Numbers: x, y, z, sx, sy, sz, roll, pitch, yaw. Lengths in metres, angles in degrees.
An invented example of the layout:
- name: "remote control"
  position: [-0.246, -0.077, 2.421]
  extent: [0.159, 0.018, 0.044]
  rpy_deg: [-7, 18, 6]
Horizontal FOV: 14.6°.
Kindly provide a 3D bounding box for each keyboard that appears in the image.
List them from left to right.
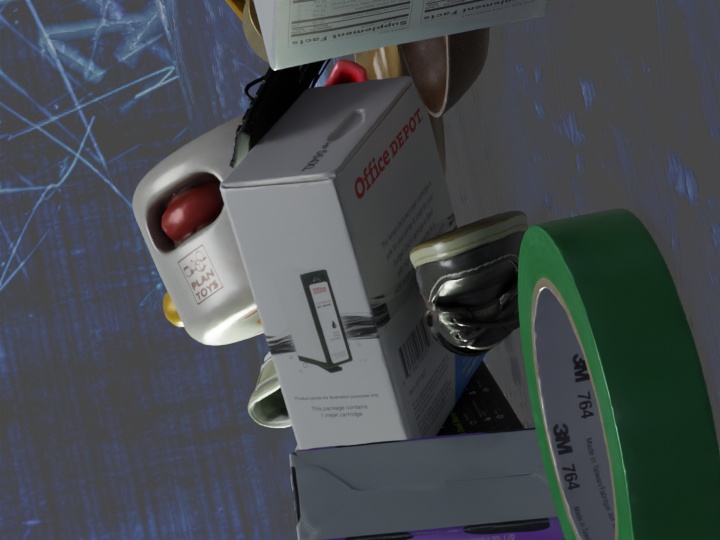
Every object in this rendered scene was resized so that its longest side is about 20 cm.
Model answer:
- name: "keyboard"
  position: [-0.048, -0.138, 1.780]
  extent: [0.104, 0.039, 0.201]
  rpy_deg: [93, -160, -55]

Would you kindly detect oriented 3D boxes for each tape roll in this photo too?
- name: "tape roll"
  position: [0.125, 0.072, 1.363]
  extent: [0.200, 0.048, 0.202]
  rpy_deg: [169, 90, -82]

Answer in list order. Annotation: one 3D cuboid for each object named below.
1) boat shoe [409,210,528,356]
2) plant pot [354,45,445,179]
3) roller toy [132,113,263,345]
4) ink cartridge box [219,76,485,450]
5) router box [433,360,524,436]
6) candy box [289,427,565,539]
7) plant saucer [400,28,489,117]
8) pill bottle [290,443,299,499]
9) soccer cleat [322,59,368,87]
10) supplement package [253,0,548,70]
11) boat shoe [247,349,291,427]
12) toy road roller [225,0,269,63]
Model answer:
- name: "boat shoe"
  position: [0.069, 0.012, 1.629]
  extent: [0.201, 0.071, 0.066]
  rpy_deg: [96, 156, -82]
- name: "plant pot"
  position: [0.026, -0.126, 1.888]
  extent: [0.200, 0.027, 0.201]
  rpy_deg: [170, 90, -82]
- name: "roller toy"
  position: [-0.061, -0.030, 2.017]
  extent: [0.182, 0.199, 0.140]
  rpy_deg: [74, 171, -81]
- name: "ink cartridge box"
  position: [0.000, 0.000, 1.738]
  extent: [0.146, 0.084, 0.201]
  rpy_deg: [-52, -48, -54]
- name: "router box"
  position: [0.079, 0.163, 1.774]
  extent: [0.200, 0.062, 0.151]
  rpy_deg: [-119, 18, -66]
- name: "candy box"
  position: [0.051, 0.184, 1.595]
  extent: [0.201, 0.167, 0.072]
  rpy_deg: [86, 178, -46]
- name: "plant saucer"
  position: [0.041, -0.191, 1.655]
  extent: [0.200, 0.034, 0.201]
  rpy_deg: [170, 90, -83]
- name: "pill bottle"
  position: [0.005, 0.151, 2.120]
  extent: [0.200, 0.110, 0.112]
  rpy_deg: [124, 135, -80]
- name: "soccer cleat"
  position: [-0.027, -0.056, 1.858]
  extent: [0.200, 0.066, 0.077]
  rpy_deg: [-73, -10, -48]
- name: "supplement package"
  position: [0.013, -0.222, 1.376]
  extent: [0.200, 0.150, 0.153]
  rpy_deg: [97, 160, -66]
- name: "boat shoe"
  position: [-0.007, 0.069, 1.987]
  extent: [0.200, 0.072, 0.062]
  rpy_deg: [-27, 30, 52]
- name: "toy road roller"
  position: [-0.055, -0.257, 1.994]
  extent: [0.200, 0.146, 0.123]
  rpy_deg: [54, 174, -1]
